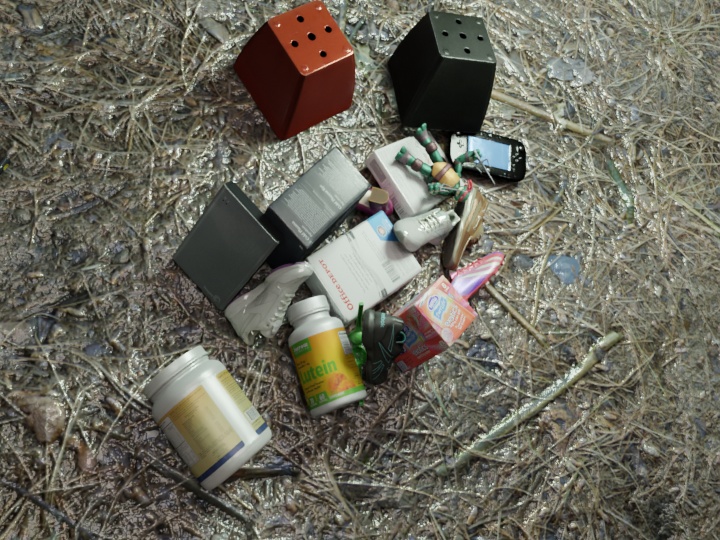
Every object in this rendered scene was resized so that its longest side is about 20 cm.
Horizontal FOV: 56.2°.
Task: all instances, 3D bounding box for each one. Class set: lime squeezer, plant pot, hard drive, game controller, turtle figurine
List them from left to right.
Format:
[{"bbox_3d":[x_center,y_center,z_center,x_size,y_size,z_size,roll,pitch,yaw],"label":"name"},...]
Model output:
[{"bbox_3d":[-0.242,-0.041,1.215,0.140,0.200,0.033,46,31,1],"label":"hard drive"},{"bbox_3d":[-0.120,-0.429,1.386,0.198,0.176,0.202,-31,83,-25],"label":"plant pot"},{"bbox_3d":[-0.007,0.147,1.282,0.037,0.071,0.205,3,106,7],"label":"lime squeezer"},{"bbox_3d":[0.174,-0.205,1.415,0.199,0.101,0.150,40,62,4],"label":"turtle figurine"},{"bbox_3d":[0.190,-0.444,1.476,0.195,0.178,0.204,0,61,-18],"label":"plant pot"},{"bbox_3d":[0.291,-0.265,1.544,0.195,0.042,0.107,10,63,-15],"label":"game controller"}]

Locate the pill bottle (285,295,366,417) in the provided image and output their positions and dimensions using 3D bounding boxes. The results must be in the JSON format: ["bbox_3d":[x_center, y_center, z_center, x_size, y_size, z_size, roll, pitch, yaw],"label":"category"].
[{"bbox_3d":[-0.070,0.156,1.246,0.109,0.111,0.204,-15,78,-22],"label":"pill bottle"}]

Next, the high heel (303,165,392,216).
[{"bbox_3d":[-0.025,-0.163,1.413,0.195,0.096,0.069,15,76,10],"label":"high heel"}]

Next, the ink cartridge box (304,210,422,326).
[{"bbox_3d":[0.000,0.000,1.335,0.198,0.086,0.148,-33,84,-24],"label":"ink cartridge box"}]

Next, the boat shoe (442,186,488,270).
[{"bbox_3d":[0.232,-0.087,1.451,0.071,0.076,0.203,26,68,-11],"label":"boat shoe"}]

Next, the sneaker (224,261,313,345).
[{"bbox_3d":[-0.153,0.060,1.227,0.101,0.198,0.075,59,21,13],"label":"sneaker"}]

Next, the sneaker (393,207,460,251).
[{"bbox_3d":[0.134,-0.093,1.368,0.071,0.080,0.199,57,33,11],"label":"sneaker"}]

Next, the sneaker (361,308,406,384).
[{"bbox_3d":[0.046,0.149,1.242,0.077,0.202,0.077,0,51,5],"label":"sneaker"}]

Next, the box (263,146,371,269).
[{"bbox_3d":[-0.099,-0.103,1.272,0.104,0.200,0.182,44,64,-1],"label":"box"}]

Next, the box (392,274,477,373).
[{"bbox_3d":[0.117,0.105,1.275,0.103,0.200,0.094,47,60,2],"label":"box"}]

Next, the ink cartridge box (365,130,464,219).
[{"bbox_3d":[0.123,-0.210,1.480,0.198,0.050,0.163,-28,83,-43],"label":"ink cartridge box"}]

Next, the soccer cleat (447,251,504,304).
[{"bbox_3d":[0.229,0.015,1.422,0.077,0.067,0.200,45,68,2],"label":"soccer cleat"}]

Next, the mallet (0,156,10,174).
[{"bbox_3d":[-0.666,-0.123,1.160,0.040,0.066,0.203,24,66,-8],"label":"mallet"}]

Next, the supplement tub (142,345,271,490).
[{"bbox_3d":[-0.259,0.244,1.134,0.143,0.144,0.201,-36,86,-25],"label":"supplement tub"}]
